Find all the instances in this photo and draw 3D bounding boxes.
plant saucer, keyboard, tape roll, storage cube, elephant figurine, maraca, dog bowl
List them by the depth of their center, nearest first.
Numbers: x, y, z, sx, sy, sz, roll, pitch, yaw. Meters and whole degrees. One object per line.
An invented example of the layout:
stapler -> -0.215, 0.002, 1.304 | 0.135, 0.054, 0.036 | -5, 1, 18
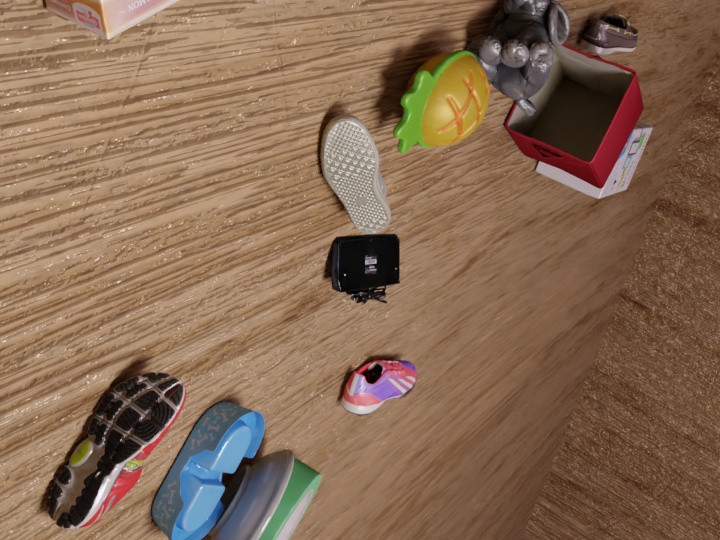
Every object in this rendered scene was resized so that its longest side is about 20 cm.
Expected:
dog bowl -> -0.201, 0.261, 1.250 | 0.201, 0.049, 0.111 | -61, 156, -4
maraca -> 0.104, -0.224, 1.281 | 0.200, 0.107, 0.138 | -29, 138, -50
plant saucer -> -0.164, 0.328, 1.331 | 0.201, 0.050, 0.200 | -55, -171, 13
elephant figurine -> 0.246, -0.366, 1.411 | 0.155, 0.141, 0.201 | 133, -22, -67
keyboard -> 0.000, 0.000, 1.415 | 0.200, 0.039, 0.105 | -5, 96, -61
tape roll -> -0.131, 0.385, 1.461 | 0.201, 0.048, 0.201 | -57, 169, -18
storage cube -> 0.383, -0.272, 1.709 | 0.201, 0.170, 0.180 | -63, 157, 1

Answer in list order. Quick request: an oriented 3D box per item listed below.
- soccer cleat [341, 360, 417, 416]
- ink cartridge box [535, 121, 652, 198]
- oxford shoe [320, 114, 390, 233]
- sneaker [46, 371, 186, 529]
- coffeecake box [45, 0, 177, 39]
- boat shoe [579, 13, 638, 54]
soccer cleat -> 0.041, 0.181, 1.629 | 0.200, 0.068, 0.074 | -21, 129, -53
ink cartridge box -> 0.475, -0.247, 1.945 | 0.200, 0.146, 0.147 | -18, 131, -58
oxford shoe -> -0.006, -0.128, 1.232 | 0.200, 0.075, 0.058 | 67, 13, -50
sneaker -> -0.260, 0.194, 1.049 | 0.200, 0.077, 0.085 | -50, 160, -2
coffeecake box -> -0.169, -0.299, 0.705 | 0.153, 0.073, 0.201 | -43, 149, -37
boat shoe -> 0.489, -0.459, 1.848 | 0.200, 0.072, 0.060 | -21, 137, -48
